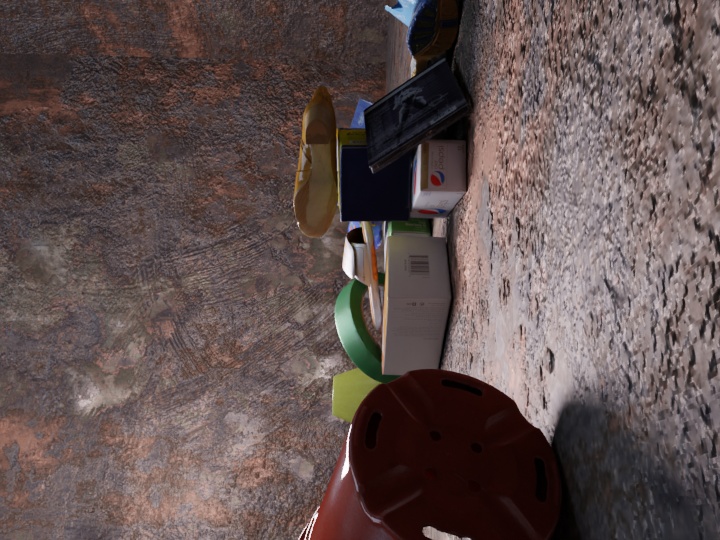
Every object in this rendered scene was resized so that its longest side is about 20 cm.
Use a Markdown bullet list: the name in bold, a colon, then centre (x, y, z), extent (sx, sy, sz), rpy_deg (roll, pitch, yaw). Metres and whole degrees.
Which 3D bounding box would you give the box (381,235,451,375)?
- **box**: centre (0.084, 0.061, 0.998), extent (0.203, 0.094, 0.127), rpy_deg (91, 180, -48)

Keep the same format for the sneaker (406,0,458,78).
- **sneaker**: centre (0.103, -0.359, 0.938), extent (0.201, 0.073, 0.091), rpy_deg (93, 178, -67)

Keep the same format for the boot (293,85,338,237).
- **boot**: centre (-0.063, -0.172, 0.978), extent (0.145, 0.068, 0.206), rpy_deg (-86, 0, -58)

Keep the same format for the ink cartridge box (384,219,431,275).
- **ink cartridge box**: centre (0.092, -0.081, 1.271), extent (0.203, 0.081, 0.149), rpy_deg (-89, 1, -49)

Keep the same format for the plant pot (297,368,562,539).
- **plant pot**: centre (0.048, 0.196, 0.461), extent (0.204, 0.194, 0.199), rpy_deg (-89, 9, -51)

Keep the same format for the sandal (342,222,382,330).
- **sandal**: centre (0.000, 0.003, 1.022), extent (0.079, 0.057, 0.213), rpy_deg (-91, -5, -72)

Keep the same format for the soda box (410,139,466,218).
- **soda box**: centre (0.105, -0.125, 0.886), extent (0.200, 0.061, 0.071), rpy_deg (99, 172, -85)

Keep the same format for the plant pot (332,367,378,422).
- **plant pot**: centre (0.029, 0.314, 1.534), extent (0.187, 0.193, 0.194), rpy_deg (-179, 90, -90)

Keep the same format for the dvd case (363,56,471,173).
- **dvd case**: centre (0.071, -0.220, 0.859), extent (0.016, 0.146, 0.202), rpy_deg (50, -160, -30)

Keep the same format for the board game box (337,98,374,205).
- **board game box**: centre (0.028, -0.232, 1.269), extent (0.197, 0.043, 0.205), rpy_deg (-8, -58, -60)

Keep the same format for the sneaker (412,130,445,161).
- **sneaker**: centre (0.109, -0.227, 0.991), extent (0.200, 0.071, 0.119), rpy_deg (-119, 38, -85)

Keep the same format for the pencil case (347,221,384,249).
- **pencil case**: centre (0.014, -0.097, 1.231), extent (0.200, 0.076, 0.090), rpy_deg (102, 177, -75)

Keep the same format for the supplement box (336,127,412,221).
- **supplement box**: centre (0.017, -0.158, 0.985), extent (0.201, 0.106, 0.112), rpy_deg (-101, 11, -69)

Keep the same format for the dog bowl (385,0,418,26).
- **dog bowl**: centre (0.094, -0.432, 0.930), extent (0.111, 0.050, 0.200), rpy_deg (-45, 5, 4)

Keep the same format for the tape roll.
- **tape roll**: centre (0.042, 0.103, 1.137), extent (0.048, 0.198, 0.205), rpy_deg (-36, 38, 36)
